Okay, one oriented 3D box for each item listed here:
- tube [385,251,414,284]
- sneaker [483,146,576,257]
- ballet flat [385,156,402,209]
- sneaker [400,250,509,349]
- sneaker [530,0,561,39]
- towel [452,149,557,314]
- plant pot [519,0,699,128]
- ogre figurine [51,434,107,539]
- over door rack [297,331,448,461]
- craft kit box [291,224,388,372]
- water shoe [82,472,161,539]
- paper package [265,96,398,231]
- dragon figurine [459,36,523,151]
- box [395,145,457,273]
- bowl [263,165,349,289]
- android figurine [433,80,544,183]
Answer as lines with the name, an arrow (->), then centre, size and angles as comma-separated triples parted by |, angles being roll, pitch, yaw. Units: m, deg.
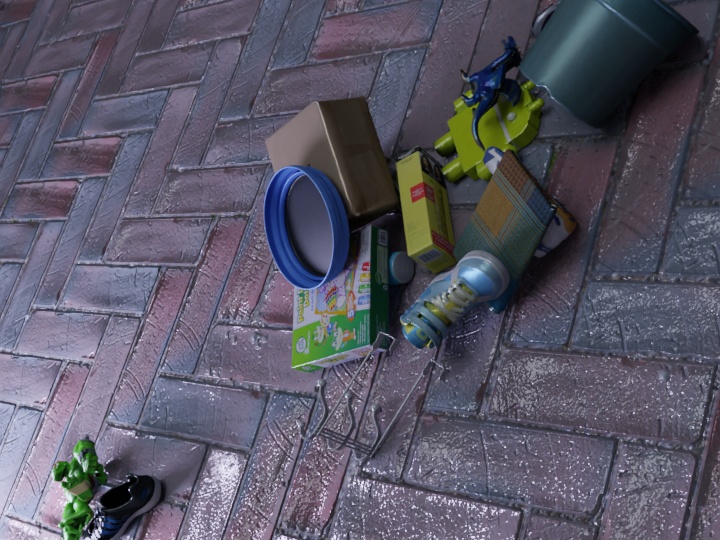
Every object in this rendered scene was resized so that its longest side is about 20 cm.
tube -> 0.000, 0.000, 1.791 | 0.200, 0.050, 0.078 | -3, 62, 46
sneaker -> 0.228, -0.103, 1.603 | 0.088, 0.075, 0.200 | -49, 50, 17
ballet flat -> 0.040, -0.162, 1.844 | 0.071, 0.069, 0.200 | -43, 39, -14
sneaker -> 0.129, 0.052, 1.546 | 0.131, 0.080, 0.200 | -47, 2, -27
sneaker -> 0.367, -0.411, 1.696 | 0.200, 0.074, 0.088 | -40, 76, 11
towel -> 0.208, -0.055, 1.570 | 0.147, 0.022, 0.200 | 61, 139, 40
plant pot -> 0.345, -0.326, 1.565 | 0.196, 0.200, 0.200 | -52, 41, 16
ogre figurine -> -0.516, 0.396, 1.993 | 0.098, 0.201, 0.120 | -8, 30, -10
over door rack -> 0.014, 0.181, 1.591 | 0.200, 0.148, 0.067 | -49, 48, 9
craft kit box -> -0.034, 0.048, 1.751 | 0.197, 0.048, 0.201 | -23, 60, 48
water shoe -> -0.442, 0.422, 1.923 | 0.200, 0.079, 0.072 | -42, 44, 16
paper package -> -0.050, -0.162, 1.795 | 0.190, 0.103, 0.201 | -27, 79, 52
dragon figurine -> 0.211, -0.284, 1.688 | 0.099, 0.059, 0.200 | -19, 43, 27
box -> 0.104, -0.098, 1.730 | 0.050, 0.075, 0.200 | -27, 49, 29
bowl -> -0.086, -0.070, 1.738 | 0.200, 0.039, 0.201 | 22, 118, 50
android figurine -> 0.208, -0.228, 1.737 | 0.200, 0.041, 0.182 | -34, 47, 26
